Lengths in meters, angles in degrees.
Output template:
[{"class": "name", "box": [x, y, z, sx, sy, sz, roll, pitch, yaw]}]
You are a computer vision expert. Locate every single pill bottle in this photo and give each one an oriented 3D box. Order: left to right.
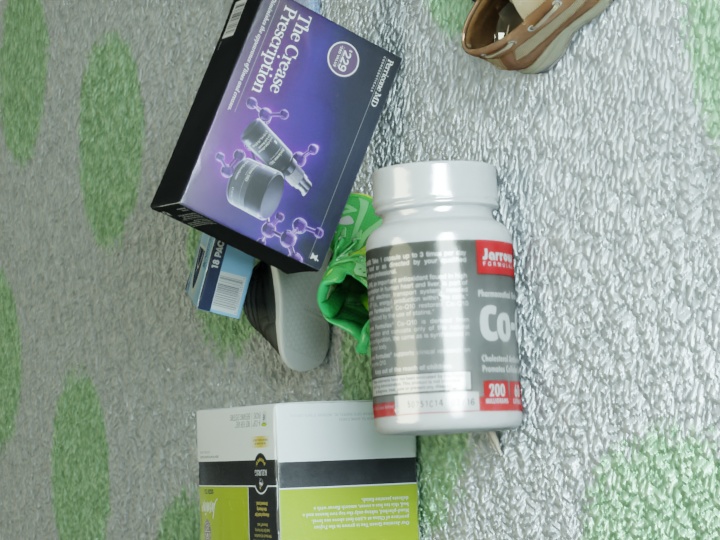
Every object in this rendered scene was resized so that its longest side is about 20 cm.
[{"class": "pill bottle", "box": [0.062, 0.022, 1.573, 0.114, 0.113, 0.201, 164, 104, -65]}]

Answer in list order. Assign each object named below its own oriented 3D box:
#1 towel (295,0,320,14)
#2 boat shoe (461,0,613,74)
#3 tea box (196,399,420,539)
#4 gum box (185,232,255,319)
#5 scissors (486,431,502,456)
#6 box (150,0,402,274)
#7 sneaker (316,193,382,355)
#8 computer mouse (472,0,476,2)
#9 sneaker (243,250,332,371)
[{"class": "towel", "box": [-0.077, -0.250, 1.995, 0.147, 0.024, 0.201, 139, 127, -59]}, {"class": "boat shoe", "box": [0.131, -0.206, 1.466, 0.200, 0.071, 0.076, 121, 141, -49]}, {"class": "tea box", "box": [-0.048, 0.213, 1.796, 0.200, 0.133, 0.198, 169, 101, -66]}, {"class": "gum box", "box": [-0.120, -0.049, 1.959, 0.200, 0.044, 0.171, -155, 79, -81]}, {"class": "scissors", "box": [0.081, 0.050, 1.641, 0.073, 0.014, 0.200, -42, 59, 12]}, {"class": "box", "box": [-0.070, -0.117, 1.756, 0.079, 0.141, 0.201, -2, 65, 63]}, {"class": "sneaker", "box": [0.000, 0.000, 1.748, 0.200, 0.083, 0.074, -118, 36, -48]}, {"class": "computer mouse", "box": [0.117, -0.256, 1.528, 0.200, 0.034, 0.059, 129, 154, -57]}, {"class": "sneaker", "box": [-0.072, -0.015, 1.922, 0.099, 0.070, 0.201, 26, 118, 58]}]
